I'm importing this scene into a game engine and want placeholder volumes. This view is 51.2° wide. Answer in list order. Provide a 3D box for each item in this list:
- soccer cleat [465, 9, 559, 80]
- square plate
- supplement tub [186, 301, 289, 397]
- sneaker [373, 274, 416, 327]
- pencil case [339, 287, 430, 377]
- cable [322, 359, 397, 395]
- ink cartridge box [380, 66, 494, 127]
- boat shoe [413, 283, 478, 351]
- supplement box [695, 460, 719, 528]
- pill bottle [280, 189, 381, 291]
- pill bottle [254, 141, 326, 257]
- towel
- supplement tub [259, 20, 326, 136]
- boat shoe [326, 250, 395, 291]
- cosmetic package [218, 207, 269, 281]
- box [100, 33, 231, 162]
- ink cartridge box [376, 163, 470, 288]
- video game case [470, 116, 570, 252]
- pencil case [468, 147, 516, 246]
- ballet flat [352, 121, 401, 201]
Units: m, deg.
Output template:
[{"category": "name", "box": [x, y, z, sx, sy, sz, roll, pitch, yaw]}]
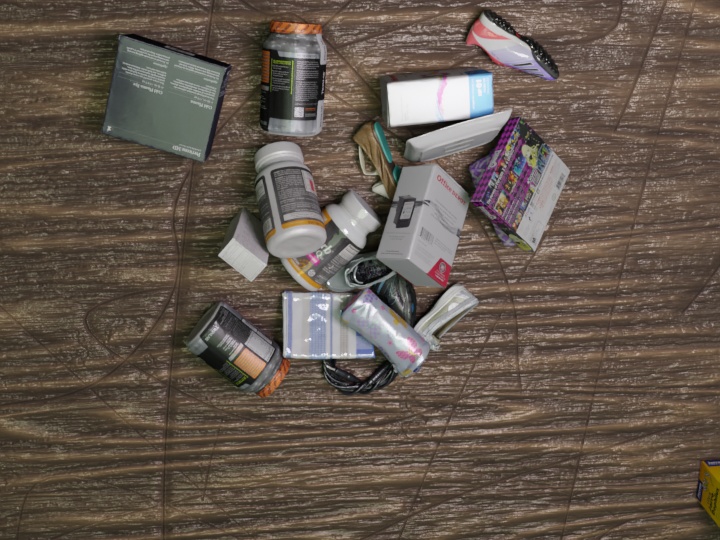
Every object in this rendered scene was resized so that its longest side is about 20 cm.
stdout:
[{"category": "soccer cleat", "box": [0.297, -0.422, 1.460, 0.199, 0.068, 0.073, 30, 128, -17]}, {"category": "square plate", "box": [0.182, -0.249, 1.436, 0.198, 0.198, 0.029, -16, 89, 1]}, {"category": "supplement tub", "box": [-0.254, 0.170, 1.578, 0.200, 0.123, 0.123, 42, 102, -16]}, {"category": "sneaker", "box": [0.073, 0.047, 1.605, 0.081, 0.073, 0.202, -3, 105, 15]}, {"category": "pencil case", "box": [0.051, 0.128, 1.554, 0.200, 0.083, 0.091, 43, 114, -3]}, {"category": "cable", "box": [0.014, 0.197, 1.652, 0.198, 0.051, 0.165, -5, 107, -4]}, {"category": "ink cartridge box", "box": [0.140, -0.331, 1.429, 0.198, 0.145, 0.085, -7, 109, -2]}, {"category": "boat shoe", "box": [0.169, 0.122, 1.614, 0.065, 0.074, 0.202, 42, 94, 26]}, {"category": "supplement box", "box": [0.888, 0.543, 1.756, 0.108, 0.200, 0.110, -2, 109, -4]}, {"category": "pill bottle", "box": [-0.060, -0.062, 1.523, 0.200, 0.116, 0.116, -43, 107, 10]}, {"category": "pill bottle", "box": [-0.140, -0.136, 1.441, 0.115, 0.116, 0.202, -14, 70, 1]}, {"category": "towel", "box": [-0.068, 0.114, 1.591, 0.198, 0.024, 0.148, 1, 71, -6]}, {"category": "supplement tub", "box": [-0.126, -0.360, 1.412, 0.121, 0.123, 0.202, 3, 109, -5]}, {"category": "boat shoe", "box": [0.001, 0.001, 1.541, 0.200, 0.071, 0.071, -18, 96, 29]}, {"category": "cosmetic package", "box": [-0.222, -0.054, 1.469, 0.082, 0.200, 0.051, 42, 104, -16]}, {"category": "box", "box": [-0.364, -0.325, 1.417, 0.198, 0.104, 0.183, 16, 106, -9]}, {"category": "ink cartridge box", "box": [0.126, -0.087, 1.473, 0.145, 0.083, 0.201, 34, 67, -45]}, {"category": "video game case", "box": [0.320, -0.168, 1.486, 0.181, 0.036, 0.201, 36, 71, -30]}, {"category": "pencil case", "box": [0.292, -0.148, 1.542, 0.083, 0.086, 0.201, -10, 115, 39]}, {"category": "ballet flat", "box": [0.044, -0.200, 1.516, 0.072, 0.068, 0.201, -21, 112, 24]}]
